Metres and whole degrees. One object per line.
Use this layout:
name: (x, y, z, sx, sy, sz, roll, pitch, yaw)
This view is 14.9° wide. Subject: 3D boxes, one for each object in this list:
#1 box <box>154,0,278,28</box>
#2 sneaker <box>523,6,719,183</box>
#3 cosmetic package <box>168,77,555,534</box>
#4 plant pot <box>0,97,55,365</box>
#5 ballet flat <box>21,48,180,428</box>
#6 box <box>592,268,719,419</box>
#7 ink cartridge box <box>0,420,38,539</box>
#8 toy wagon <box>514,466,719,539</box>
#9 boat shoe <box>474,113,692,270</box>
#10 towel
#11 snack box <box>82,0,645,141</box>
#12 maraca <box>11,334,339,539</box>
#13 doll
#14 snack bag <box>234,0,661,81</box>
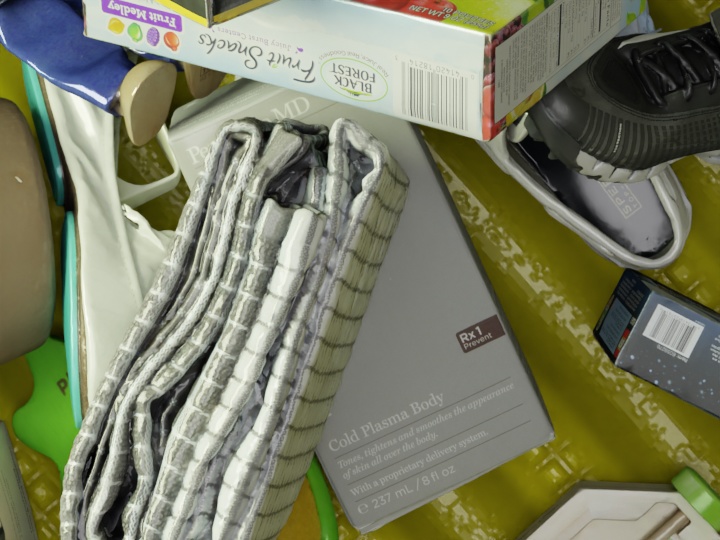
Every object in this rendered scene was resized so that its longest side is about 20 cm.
box: (-0.035, -0.173, 1.137, 0.199, 0.159, 0.050, -26, 129, -34)
sneaker: (0.149, -0.084, 1.189, 0.090, 0.199, 0.067, -43, 60, 35)
cosmetic package: (0.000, 0.000, 1.245, 0.106, 0.090, 0.201, -26, 104, 4)
plant pot: (-0.231, -0.010, 1.225, 0.173, 0.200, 0.202, -8, 95, -17)
ballet flat: (-0.110, -0.026, 1.239, 0.069, 0.070, 0.201, -12, 68, 3)
box: (0.203, 0.064, 1.229, 0.199, 0.137, 0.038, 27, 94, -1)
ink cartridge box: (-0.231, 0.132, 1.215, 0.145, 0.200, 0.086, -16, 95, 3)
toy wagon: (0.145, 0.196, 1.292, 0.155, 0.040, 0.200, -42, 94, 5)
boat shoe: (0.075, -0.078, 1.237, 0.072, 0.066, 0.200, -37, 96, 5)
towel: (-0.053, 0.030, 1.115, 0.085, 0.166, 0.201, 20, 91, 4)
snack box: (0.003, -0.125, 1.153, 0.199, 0.142, 0.053, 17, 124, 27)
maraca: (-0.085, 0.098, 1.259, 0.137, 0.107, 0.201, -39, 73, 19)
doll: (-0.148, -0.137, 1.239, 0.199, 0.049, 0.136, 35, 55, 22)
snack bag: (0.030, -0.180, 1.269, 0.198, 0.021, 0.190, -7, 96, 1)
